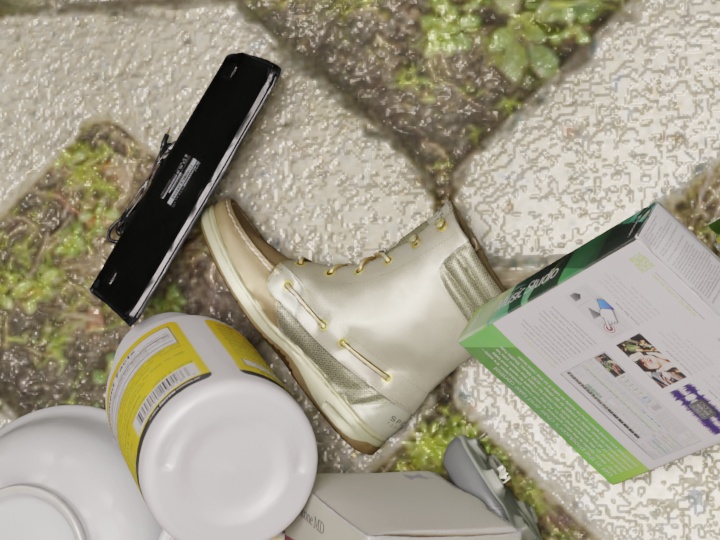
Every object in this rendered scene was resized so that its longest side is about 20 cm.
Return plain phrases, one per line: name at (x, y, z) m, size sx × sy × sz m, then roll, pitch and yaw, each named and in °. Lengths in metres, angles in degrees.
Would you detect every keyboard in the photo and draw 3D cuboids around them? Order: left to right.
keyboard at (-0.115, -0.057, 1.227) m, size 0.201 × 0.039 × 0.104 m, roll -58°, pitch 33°, yaw 1°

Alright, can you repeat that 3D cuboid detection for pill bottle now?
pill bottle at (-0.104, 0.093, 1.143) m, size 0.110 × 0.200 × 0.113 m, roll -5°, pitch 107°, yaw -16°

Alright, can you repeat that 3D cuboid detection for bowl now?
bowl at (-0.215, 0.194, 1.229) m, size 0.199 × 0.090 × 0.203 m, roll -1°, pitch 86°, yaw 15°

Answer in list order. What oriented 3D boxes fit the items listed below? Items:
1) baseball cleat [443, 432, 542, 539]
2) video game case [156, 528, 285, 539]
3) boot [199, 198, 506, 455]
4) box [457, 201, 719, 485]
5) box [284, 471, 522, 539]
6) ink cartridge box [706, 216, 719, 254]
baseball cleat at (0.087, 0.211, 1.153) m, size 0.106 × 0.070 × 0.201 m, roll -33°, pitch 78°, yaw 11°
video game case at (-0.078, 0.271, 1.190) m, size 0.181 × 0.023 × 0.202 m, roll 25°, pitch 93°, yaw -5°
boot at (0.000, 0.000, 1.190) m, size 0.154 × 0.072 × 0.201 m, roll -39°, pitch 83°, yaw 11°
box at (0.164, 0.050, 1.070) m, size 0.144 × 0.200 × 0.036 m, roll 43°, pitch 55°, yaw -9°
box at (0.015, 0.238, 1.103) m, size 0.108 × 0.128 × 0.202 m, roll 2°, pitch 100°, yaw -25°
ink cartridge box at (0.286, -0.024, 1.043) m, size 0.147 × 0.200 × 0.076 m, roll -30°, pitch 79°, yaw 12°
